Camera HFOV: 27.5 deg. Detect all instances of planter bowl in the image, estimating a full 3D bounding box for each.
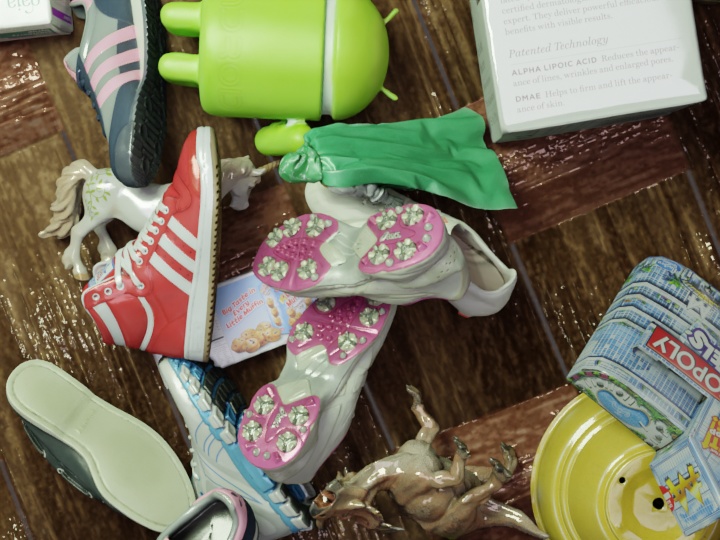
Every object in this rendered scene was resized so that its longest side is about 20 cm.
[{"bbox_3d":[0.250,0.193,1.266,0.200,0.083,0.201,0,91,1],"label":"planter bowl"}]

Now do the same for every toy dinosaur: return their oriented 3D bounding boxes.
[{"bbox_3d":[0.059,0.196,1.276,0.200,0.086,0.136,31,103,-16],"label":"toy dinosaur"}]

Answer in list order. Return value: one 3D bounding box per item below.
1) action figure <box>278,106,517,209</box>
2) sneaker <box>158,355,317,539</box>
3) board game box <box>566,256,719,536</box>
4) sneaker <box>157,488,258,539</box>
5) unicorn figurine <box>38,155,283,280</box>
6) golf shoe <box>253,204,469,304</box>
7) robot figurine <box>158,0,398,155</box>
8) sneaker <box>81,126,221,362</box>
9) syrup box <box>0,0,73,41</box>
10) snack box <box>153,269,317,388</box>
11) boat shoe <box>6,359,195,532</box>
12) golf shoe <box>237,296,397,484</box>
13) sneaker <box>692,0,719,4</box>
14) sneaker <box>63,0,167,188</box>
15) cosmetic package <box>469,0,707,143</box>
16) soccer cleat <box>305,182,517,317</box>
[{"bbox_3d":[0.022,-0.089,1.224,0.200,0.118,0.055,-1,137,-30],"label":"action figure"},{"bbox_3d":[-0.124,0.161,1.274,0.087,0.075,0.200,-31,100,18],"label":"sneaker"},{"bbox_3d":[0.281,0.107,1.218,0.200,0.062,0.200,38,52,-1],"label":"board game box"},{"bbox_3d":[-0.165,0.254,1.188,0.070,0.082,0.200,33,68,20],"label":"sneaker"},{"bbox_3d":[-0.171,-0.046,1.268,0.200,0.074,0.138,12,107,-12],"label":"unicorn figurine"},{"bbox_3d":[0.000,0.000,1.208,0.200,0.092,0.075,-2,59,40],"label":"golf shoe"},{"bbox_3d":[-0.067,-0.185,1.241,0.200,0.116,0.176,2,90,-2],"label":"robot figurine"},{"bbox_3d":[-0.171,-0.023,1.206,0.112,0.071,0.200,5,108,-2],"label":"sneaker"},{"bbox_3d":[-0.303,-0.300,1.261,0.079,0.081,0.200,-6,91,3],"label":"syrup box"},{"bbox_3d":[-0.090,0.036,1.297,0.200,0.024,0.072,-21,92,2],"label":"snack box"},{"bbox_3d":[-0.229,0.161,1.285,0.199,0.066,0.075,36,61,0],"label":"boat shoe"},{"bbox_3d":[-0.029,0.093,1.256,0.075,0.092,0.200,24,69,30],"label":"golf shoe"},{"bbox_3d":[0.371,-0.282,1.242,0.200,0.090,0.067,-18,93,2],"label":"sneaker"},{"bbox_3d":[-0.211,-0.155,1.251,0.082,0.070,0.200,-8,62,11],"label":"sneaker"},{"bbox_3d":[0.176,-0.218,1.212,0.165,0.165,0.200,-9,91,2],"label":"cosmetic package"},{"bbox_3d":[0.046,-0.033,1.259,0.200,0.078,0.069,33,60,-4],"label":"soccer cleat"}]
